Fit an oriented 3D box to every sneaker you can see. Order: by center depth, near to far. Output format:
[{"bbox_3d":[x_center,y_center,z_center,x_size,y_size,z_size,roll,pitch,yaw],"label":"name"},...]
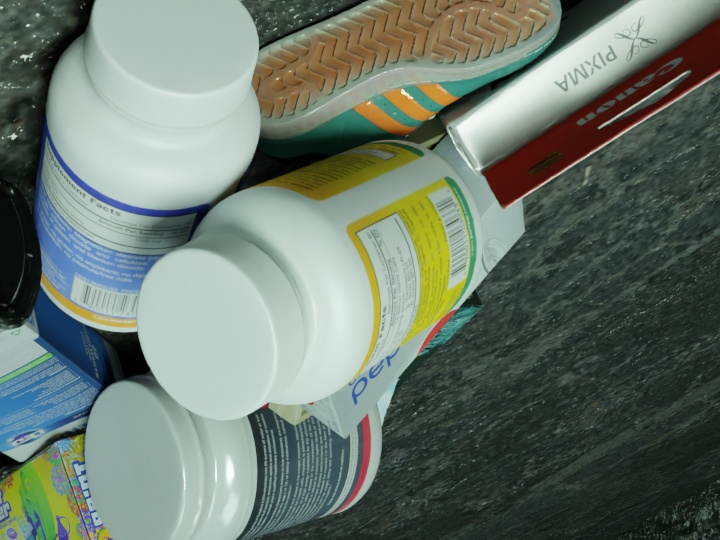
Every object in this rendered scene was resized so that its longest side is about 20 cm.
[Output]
[{"bbox_3d":[0.024,-0.118,0.717,0.197,0.072,0.080,-17,158,3],"label":"sneaker"}]

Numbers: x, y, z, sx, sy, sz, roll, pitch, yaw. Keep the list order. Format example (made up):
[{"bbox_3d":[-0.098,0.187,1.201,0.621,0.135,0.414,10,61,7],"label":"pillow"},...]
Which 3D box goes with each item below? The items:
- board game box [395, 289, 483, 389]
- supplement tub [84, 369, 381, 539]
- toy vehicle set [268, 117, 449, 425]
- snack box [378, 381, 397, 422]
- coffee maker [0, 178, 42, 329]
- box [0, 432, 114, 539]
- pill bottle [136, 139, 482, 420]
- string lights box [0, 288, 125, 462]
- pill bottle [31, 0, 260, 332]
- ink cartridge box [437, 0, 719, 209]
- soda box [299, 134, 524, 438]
[{"bbox_3d":[0.010,0.080,1.139,0.134,0.028,0.200,-2,147,-40],"label":"board game box"},{"bbox_3d":[-0.093,0.132,0.912,0.198,0.142,0.140,-5,150,-46],"label":"supplement tub"},{"bbox_3d":[0.000,0.000,0.835,0.124,0.026,0.202,-27,139,-45],"label":"toy vehicle set"},{"bbox_3d":[-0.033,0.115,1.088,0.114,0.038,0.201,3,141,-10],"label":"snack box"},{"bbox_3d":[-0.296,0.020,0.639,0.191,0.135,0.200,36,121,-15],"label":"coffee maker"},{"bbox_3d":[-0.206,0.207,1.014,0.191,0.123,0.199,-12,165,-47],"label":"box"},{"bbox_3d":[-0.023,0.003,0.635,0.113,0.113,0.199,-42,173,34],"label":"pill bottle"},{"bbox_3d":[-0.246,0.069,0.849,0.102,0.060,0.200,-24,155,1],"label":"string lights box"},{"bbox_3d":[-0.116,-0.062,0.645,0.111,0.113,0.201,-11,152,-26],"label":"pill bottle"},{"bbox_3d":[0.141,-0.123,0.700,0.199,0.044,0.174,-33,-166,7],"label":"ink cartridge box"},{"bbox_3d":[0.026,0.008,0.787,0.200,0.063,0.069,-47,151,-21],"label":"soda box"}]
